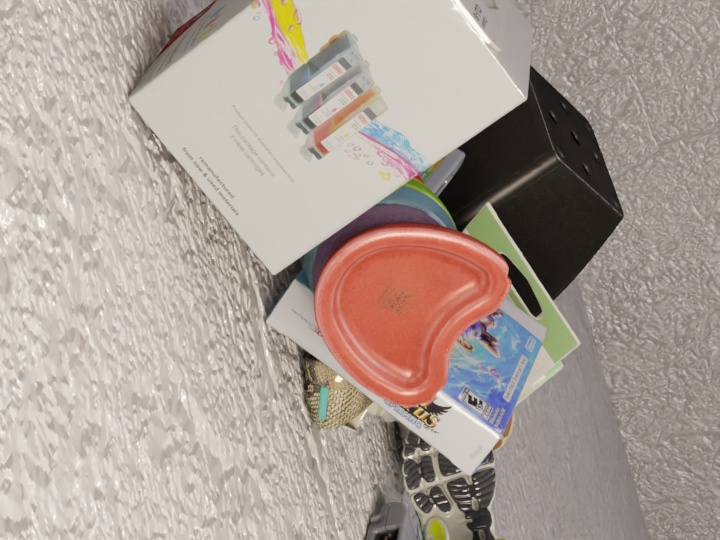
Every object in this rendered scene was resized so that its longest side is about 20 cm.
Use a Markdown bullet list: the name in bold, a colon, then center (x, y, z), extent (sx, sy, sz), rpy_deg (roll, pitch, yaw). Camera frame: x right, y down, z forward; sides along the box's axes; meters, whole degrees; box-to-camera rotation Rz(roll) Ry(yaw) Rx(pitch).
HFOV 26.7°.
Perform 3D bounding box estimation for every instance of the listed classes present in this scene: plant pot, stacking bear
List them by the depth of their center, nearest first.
- **stacking bear**: center (0.016, -0.020, 1.036), extent (0.113, 0.122, 0.200), rpy_deg (28, 20, -17)
- **plant pot**: center (0.142, -0.084, 1.506), extent (0.199, 0.177, 0.201), rpy_deg (34, 34, -42)

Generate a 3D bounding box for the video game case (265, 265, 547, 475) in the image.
- **video game case**: center (0.042, 0.041, 1.131), extent (0.181, 0.046, 0.200), rpy_deg (36, 25, 2)

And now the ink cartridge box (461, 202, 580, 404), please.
- **ink cartridge box**: center (0.124, 0.034, 1.334), extent (0.146, 0.048, 0.200), rpy_deg (57, -31, 11)

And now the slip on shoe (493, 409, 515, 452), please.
- **slip on shoe**: center (0.073, 0.067, 1.332), extent (0.201, 0.076, 0.061), rpy_deg (59, -6, 3)

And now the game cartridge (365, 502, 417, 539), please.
- **game cartridge**: center (0.031, 0.283, 1.147), extent (0.200, 0.041, 0.134), rpy_deg (-73, 143, -66)

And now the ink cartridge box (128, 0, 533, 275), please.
- **ink cartridge box**: center (-0.012, -0.129, 0.937), extent (0.145, 0.199, 0.146), rpy_deg (51, 21, -16)

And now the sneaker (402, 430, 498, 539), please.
- **sneaker**: center (0.076, 0.207, 1.246), extent (0.080, 0.077, 0.202), rpy_deg (87, -2, -63)

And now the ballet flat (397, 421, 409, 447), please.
- **ballet flat**: center (0.059, 0.122, 1.388), extent (0.201, 0.069, 0.070), rpy_deg (-85, 157, -62)

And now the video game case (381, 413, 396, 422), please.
- **video game case**: center (0.000, 0.000, 1.324), extent (0.183, 0.023, 0.201), rpy_deg (-89, 161, -47)

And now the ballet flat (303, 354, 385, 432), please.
- **ballet flat**: center (0.002, 0.084, 1.180), extent (0.200, 0.067, 0.076), rpy_deg (-20, 121, -69)

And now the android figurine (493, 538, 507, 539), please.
- **android figurine**: center (0.102, 0.292, 1.123), extent (0.199, 0.041, 0.184), rpy_deg (-14, 98, -52)

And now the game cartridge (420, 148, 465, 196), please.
- **game cartridge**: center (0.009, -0.098, 1.250), extent (0.041, 0.132, 0.200), rpy_deg (-63, 176, 23)
